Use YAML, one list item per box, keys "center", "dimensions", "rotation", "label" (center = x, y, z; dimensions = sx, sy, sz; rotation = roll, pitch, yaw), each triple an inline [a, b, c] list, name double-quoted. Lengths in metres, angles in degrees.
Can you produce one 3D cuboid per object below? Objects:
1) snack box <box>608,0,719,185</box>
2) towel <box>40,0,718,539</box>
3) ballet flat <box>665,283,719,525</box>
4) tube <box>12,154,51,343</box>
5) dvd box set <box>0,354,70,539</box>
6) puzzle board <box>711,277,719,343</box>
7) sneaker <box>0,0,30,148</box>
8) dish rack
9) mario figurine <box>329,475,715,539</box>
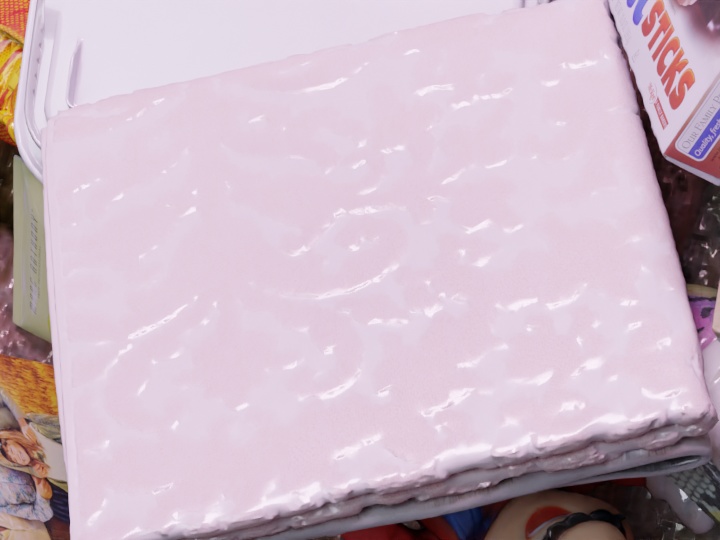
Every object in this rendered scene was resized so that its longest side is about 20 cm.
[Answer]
- center: [0.109, -0.100, 0.770]
  dimensions: [0.072, 0.024, 0.200]
  rotation: [-58, 16, 22]
  label: "snack box"
- center: [0.000, 0.000, 0.775]
  dimensions: [0.199, 0.032, 0.191]
  rotation: [-12, 50, 3]
  label: "towel"
- center: [0.149, 0.070, 0.735]
  dimensions: [0.069, 0.071, 0.200]
  rotation: [-41, 73, -6]
  label: "ballet flat"
- center: [-0.068, 0.028, 0.920]
  dimensions: [0.200, 0.052, 0.058]
  rotation: [29, 86, 35]
  label: "tube"
- center: [-0.134, 0.090, 0.860]
  dimensions: [0.029, 0.200, 0.147]
  rotation: [-36, 62, 22]
  label: "dvd box set"
- center: [0.201, -0.048, 0.670]
  dimensions: [0.200, 0.017, 0.151]
  rotation: [-8, 49, 28]
  label: "puzzle board"
- center: [-0.118, -0.075, 0.958]
  dimensions: [0.200, 0.077, 0.073]
  rotation: [27, 97, 35]
  label: "sneaker"
- center: [-0.023, -0.102, 0.870]
  dimensions: [0.199, 0.044, 0.172]
  rotation: [7, 84, 6]
  label: "dish rack"
- center: [0.049, 0.063, 0.792]
  dimensions: [0.123, 0.106, 0.200]
  rotation: [-40, 73, 16]
  label: "mario figurine"
